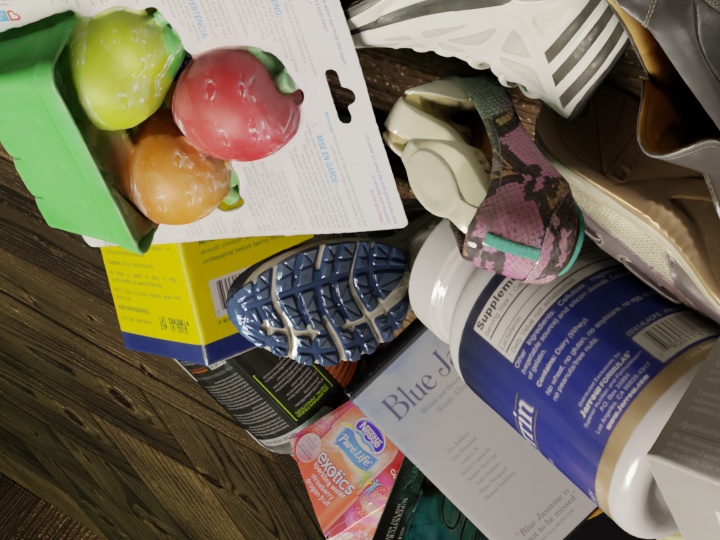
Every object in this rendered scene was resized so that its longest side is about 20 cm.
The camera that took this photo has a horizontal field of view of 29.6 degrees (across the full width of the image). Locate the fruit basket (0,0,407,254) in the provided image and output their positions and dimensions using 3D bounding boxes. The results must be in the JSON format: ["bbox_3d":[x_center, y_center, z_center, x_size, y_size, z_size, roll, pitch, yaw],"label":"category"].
[{"bbox_3d":[-0.089,-0.087,0.718,0.199,0.094,0.186,-7,135,14],"label":"fruit basket"}]

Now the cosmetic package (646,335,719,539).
[{"bbox_3d":[0.217,0.037,0.563,0.107,0.200,0.090,19,150,43],"label":"cosmetic package"}]

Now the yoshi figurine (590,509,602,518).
[{"bbox_3d":[0.096,0.100,0.993,0.200,0.112,0.112,51,161,-22],"label":"yoshi figurine"}]

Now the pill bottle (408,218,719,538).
[{"bbox_3d":[0.121,0.044,0.756,0.200,0.116,0.116,42,166,40],"label":"pill bottle"}]

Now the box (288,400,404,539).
[{"bbox_3d":[0.039,0.189,1.148,0.200,0.094,0.103,41,-159,-51],"label":"box"}]

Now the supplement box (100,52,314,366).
[{"bbox_3d":[-0.104,-0.054,0.875,0.109,0.109,0.201,6,112,52],"label":"supplement box"}]

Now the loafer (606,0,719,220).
[{"bbox_3d":[0.149,-0.073,0.595,0.073,0.072,0.200,45,167,50],"label":"loafer"}]

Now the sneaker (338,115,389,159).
[{"bbox_3d":[-0.015,-0.050,0.942,0.082,0.071,0.200,18,162,-22],"label":"sneaker"}]

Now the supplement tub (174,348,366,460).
[{"bbox_3d":[-0.078,0.072,1.172,0.200,0.123,0.122,49,155,-24],"label":"supplement tub"}]

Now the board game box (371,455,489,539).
[{"bbox_3d":[0.074,0.213,1.051,0.028,0.136,0.200,0,140,30],"label":"board game box"}]

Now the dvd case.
[{"bbox_3d":[0.104,0.099,0.934,0.200,0.143,0.018,46,-179,-20],"label":"dvd case"}]

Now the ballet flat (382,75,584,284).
[{"bbox_3d":[0.051,-0.058,0.699,0.071,0.069,0.200,15,-156,-20],"label":"ballet flat"}]

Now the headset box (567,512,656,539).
[{"bbox_3d":[0.181,0.255,1.008,0.199,0.175,0.093,2,140,32],"label":"headset box"}]

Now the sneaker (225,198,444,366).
[{"bbox_3d":[0.000,0.000,0.843,0.085,0.199,0.077,23,123,53],"label":"sneaker"}]

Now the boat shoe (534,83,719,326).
[{"bbox_3d":[0.171,-0.018,0.701,0.200,0.072,0.065,37,163,10],"label":"boat shoe"}]

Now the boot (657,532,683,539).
[{"bbox_3d":[0.199,0.100,0.877,0.154,0.072,0.200,38,152,-3],"label":"boot"}]

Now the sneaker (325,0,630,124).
[{"bbox_3d":[0.054,-0.112,0.679,0.115,0.076,0.200,50,153,-23],"label":"sneaker"}]
